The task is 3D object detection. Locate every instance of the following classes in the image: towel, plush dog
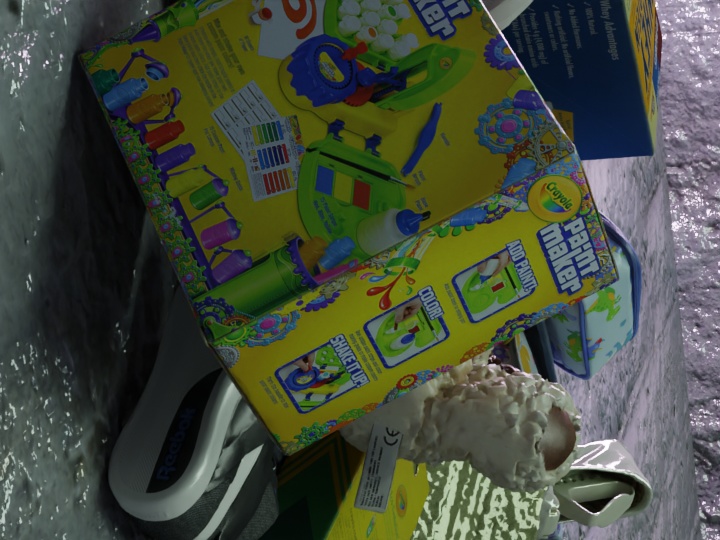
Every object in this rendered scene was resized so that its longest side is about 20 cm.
[{"bbox_3d":[0.049,0.183,1.425,0.148,0.036,0.201,20,80,-27],"label":"towel"},{"bbox_3d":[0.032,0.039,1.237,0.200,0.160,0.172,64,17,-6],"label":"plush dog"}]

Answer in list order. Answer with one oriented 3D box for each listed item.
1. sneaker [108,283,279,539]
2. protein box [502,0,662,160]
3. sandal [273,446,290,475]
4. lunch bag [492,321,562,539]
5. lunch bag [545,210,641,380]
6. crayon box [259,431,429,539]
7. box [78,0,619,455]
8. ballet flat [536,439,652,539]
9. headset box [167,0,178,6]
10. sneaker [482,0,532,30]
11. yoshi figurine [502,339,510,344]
[{"bbox_3d":[-0.066,0.069,1.143,0.200,0.073,0.112,-61,151,-27],"label":"sneaker"},{"bbox_3d":[0.126,-0.197,1.684,0.199,0.199,0.135,69,23,-47],"label":"protein box"},{"bbox_3d":[-0.066,0.073,1.247,0.200,0.043,0.076,77,25,-50],"label":"sandal"},{"bbox_3d":[0.090,0.093,1.640,0.200,0.127,0.170,-96,171,-45],"label":"lunch bag"},{"bbox_3d":[0.130,-0.014,1.670,0.082,0.200,0.161,-40,148,-18],"label":"lunch bag"},{"bbox_3d":[-0.016,0.161,1.288,0.200,0.051,0.127,-61,152,-43],"label":"crayon box"},{"bbox_3d":[-0.007,-0.052,1.057,0.200,0.192,0.122,63,1,36],"label":"box"},{"bbox_3d":[0.136,0.162,1.523,0.200,0.069,0.070,-5,92,-40],"label":"ballet flat"},{"bbox_3d":[-0.050,-0.112,1.263,0.149,0.077,0.201,-40,125,-70],"label":"headset box"},{"bbox_3d":[0.063,-0.148,1.395,0.115,0.200,0.074,25,52,-41],"label":"sneaker"},{"bbox_3d":[0.060,-0.041,1.518,0.112,0.200,0.112,-45,-179,-20],"label":"yoshi figurine"}]
